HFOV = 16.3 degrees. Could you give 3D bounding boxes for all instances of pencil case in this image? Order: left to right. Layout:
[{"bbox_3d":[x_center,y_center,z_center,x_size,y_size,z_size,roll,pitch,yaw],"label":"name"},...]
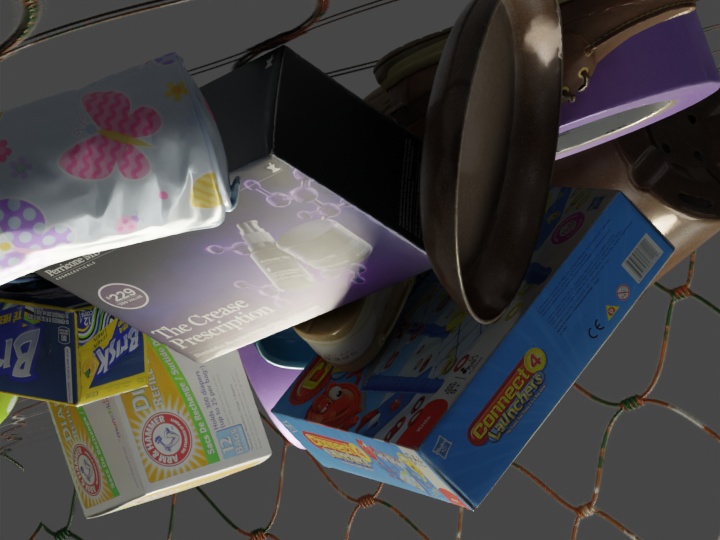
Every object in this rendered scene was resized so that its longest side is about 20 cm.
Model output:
[{"bbox_3d":[-0.164,-0.038,1.260,0.200,0.091,0.083,-20,175,-2],"label":"pencil case"}]

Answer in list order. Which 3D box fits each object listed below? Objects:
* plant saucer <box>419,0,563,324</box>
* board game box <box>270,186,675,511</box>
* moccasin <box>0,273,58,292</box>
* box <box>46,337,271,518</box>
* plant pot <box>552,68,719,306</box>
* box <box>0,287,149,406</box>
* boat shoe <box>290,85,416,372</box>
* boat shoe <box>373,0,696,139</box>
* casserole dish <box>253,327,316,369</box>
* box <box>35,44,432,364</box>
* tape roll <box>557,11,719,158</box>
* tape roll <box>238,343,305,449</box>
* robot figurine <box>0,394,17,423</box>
[{"bbox_3d":[0.071,-0.072,1.385,0.032,0.200,0.200,10,-174,19],"label":"plant saucer"},{"bbox_3d":[0.064,0.038,1.516,0.200,0.056,0.196,-51,-157,-15],"label":"board game box"},{"bbox_3d":[-0.149,-0.022,1.561,0.200,0.081,0.068,-21,-173,8],"label":"moccasin"},{"bbox_3d":[-0.160,0.062,1.783,0.112,0.200,0.101,-17,175,-34],"label":"box"},{"bbox_3d":[0.187,-0.067,1.918,0.200,0.200,0.198,-16,166,-41],"label":"plant pot"},{"bbox_3d":[-0.232,0.040,1.624,0.200,0.064,0.070,6,-167,38],"label":"box"},{"bbox_3d":[0.009,-0.028,1.541,0.074,0.200,0.069,9,149,27],"label":"boat shoe"},{"bbox_3d":[0.111,-0.127,1.509,0.200,0.068,0.072,-20,176,3],"label":"boat shoe"},{"bbox_3d":[0.000,0.000,1.618,0.200,0.121,0.039,-1,-160,-38],"label":"casserole dish"},{"bbox_3d":[-0.069,-0.032,1.432,0.200,0.079,0.141,-23,136,38],"label":"box"},{"bbox_3d":[0.133,-0.117,1.659,0.200,0.066,0.200,-20,176,-2],"label":"tape roll"},{"bbox_3d":[-0.046,0.034,1.938,0.066,0.200,0.200,-21,176,13],"label":"tape roll"},{"bbox_3d":[-0.329,0.083,1.850,0.200,0.116,0.175,-25,-178,43],"label":"robot figurine"}]
